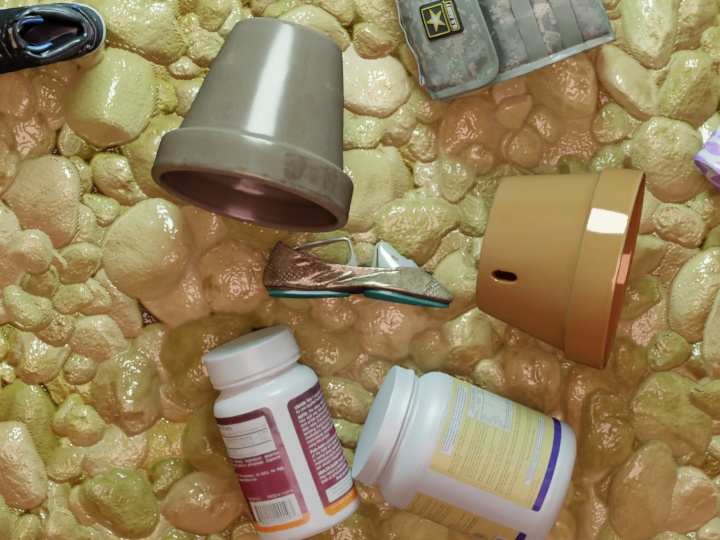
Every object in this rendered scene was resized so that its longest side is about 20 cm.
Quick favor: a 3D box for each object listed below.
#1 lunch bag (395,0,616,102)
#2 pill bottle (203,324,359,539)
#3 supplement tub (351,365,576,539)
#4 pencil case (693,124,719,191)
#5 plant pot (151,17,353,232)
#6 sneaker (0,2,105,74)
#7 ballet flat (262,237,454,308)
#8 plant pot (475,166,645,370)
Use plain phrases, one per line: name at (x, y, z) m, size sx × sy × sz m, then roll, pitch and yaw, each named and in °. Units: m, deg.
lunch bag at (0.131, -0.273, 1.680) m, size 0.199 × 0.118 × 0.165 m, roll -20°, pitch 100°, yaw 6°
pill bottle at (-0.084, 0.166, 1.725) m, size 0.113 × 0.114 × 0.201 m, roll -19°, pitch 98°, yaw 0°
supplement tub at (0.105, 0.191, 1.722) m, size 0.199 × 0.145 × 0.146 m, roll 22°, pitch 96°, yaw -6°
pencil case at (0.428, -0.156, 1.724) m, size 0.084 × 0.086 × 0.200 m, roll 39°, pitch 93°, yaw -9°
plant pot at (-0.090, -0.149, 1.658) m, size 0.199 × 0.200 × 0.176 m, roll 15°, pitch 80°, yaw -5°
sneaker at (-0.355, -0.230, 1.660) m, size 0.198 × 0.112 × 0.074 m, roll -12°, pitch 97°, yaw -1°
ballet flat at (0.000, 0.000, 1.734) m, size 0.198 × 0.071 × 0.066 m, roll 5°, pitch 83°, yaw -7°
plant pot at (0.197, -0.012, 1.688) m, size 0.139 × 0.200 × 0.202 m, roll 11°, pitch 97°, yaw 12°
